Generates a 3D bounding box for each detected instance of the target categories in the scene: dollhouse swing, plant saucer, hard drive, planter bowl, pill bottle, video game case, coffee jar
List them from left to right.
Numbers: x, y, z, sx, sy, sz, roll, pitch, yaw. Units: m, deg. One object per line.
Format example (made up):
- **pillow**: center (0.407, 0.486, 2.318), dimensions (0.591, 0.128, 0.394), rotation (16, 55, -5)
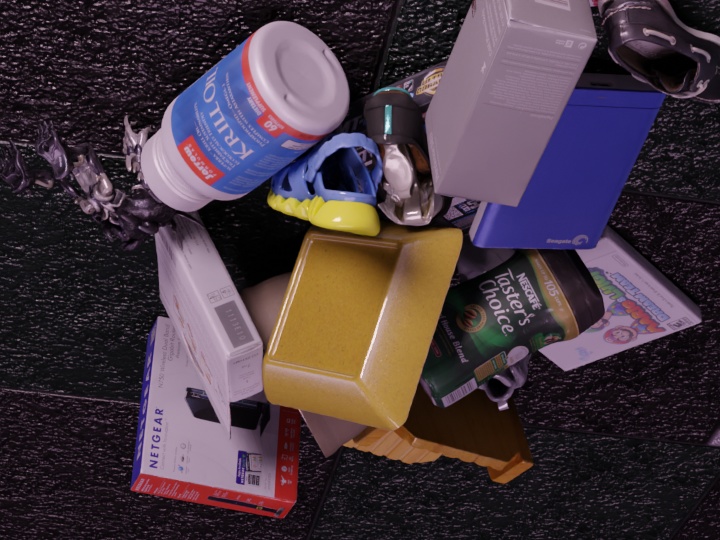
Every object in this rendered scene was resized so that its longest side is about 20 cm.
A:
- **pill bottle**: center (-0.111, -0.132, 1.596), dimensions (0.112, 0.113, 0.200), rotation (25, 139, -31)
- **planter bowl**: center (-0.027, 0.078, 1.865), dimensions (0.134, 0.201, 0.201), rotation (-30, 144, -3)
- **plant saucer**: center (-0.013, 0.039, 1.676), dimensions (0.048, 0.201, 0.199), rotation (27, 167, -40)
- **dollhouse swing**: center (0.061, 0.208, 2.065), dimensions (0.199, 0.182, 0.176), rotation (18, 123, -24)
- **coffee jar**: center (0.138, 0.046, 1.736), dimensions (0.199, 0.105, 0.085), rotation (-28, 154, -3)
- **hard drive**: center (0.192, -0.099, 1.638), dimensions (0.131, 0.025, 0.201), rotation (1, 135, -19)
- **video game case**: center (0.245, 0.034, 1.911), dimensions (0.181, 0.024, 0.200), rotation (-23, 138, 32)

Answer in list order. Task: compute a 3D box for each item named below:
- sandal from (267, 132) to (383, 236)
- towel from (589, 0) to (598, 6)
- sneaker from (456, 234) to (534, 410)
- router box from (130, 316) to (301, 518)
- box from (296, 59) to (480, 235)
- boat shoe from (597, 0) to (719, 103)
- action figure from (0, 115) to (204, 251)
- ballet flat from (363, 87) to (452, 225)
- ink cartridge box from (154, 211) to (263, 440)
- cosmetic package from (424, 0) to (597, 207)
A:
- **sandal**: center (-0.026, -0.083, 1.583), dimensions (0.079, 0.088, 0.200), rotation (8, -176, -24)
- **towel**: center (0.203, -0.270, 1.460), dimensions (0.199, 0.023, 0.144), rotation (-9, 146, 14)
- **sneaker**: center (0.138, 0.048, 1.824), dimensions (0.075, 0.115, 0.201), rotation (-4, 129, 20)
- **router box**: center (-0.158, 0.165, 1.965), dimensions (0.178, 0.201, 0.049), rotation (12, 146, -16)
- **box**: center (0.074, -0.108, 1.684), dimensions (0.199, 0.050, 0.198), rotation (-22, 139, 32)
- **boat shoe**: center (0.275, -0.184, 1.536), dimensions (0.074, 0.061, 0.200), rotation (-19, 149, 30)
- **action figure**: center (-0.239, -0.089, 1.680), dimensions (0.119, 0.103, 0.199), rotation (-32, 143, 31)
- **ballet flat**: center (0.039, -0.085, 1.616), dimensions (0.068, 0.069, 0.200), rotation (-7, 146, 14)
- **ink cartridge box**: center (-0.156, 0.049, 1.797), dimensions (0.043, 0.201, 0.174), rotation (-21, 150, -15)
- **cosmetic package**: center (0.124, -0.161, 1.485), dimensions (0.090, 0.107, 0.201), rotation (10, 134, -16)
